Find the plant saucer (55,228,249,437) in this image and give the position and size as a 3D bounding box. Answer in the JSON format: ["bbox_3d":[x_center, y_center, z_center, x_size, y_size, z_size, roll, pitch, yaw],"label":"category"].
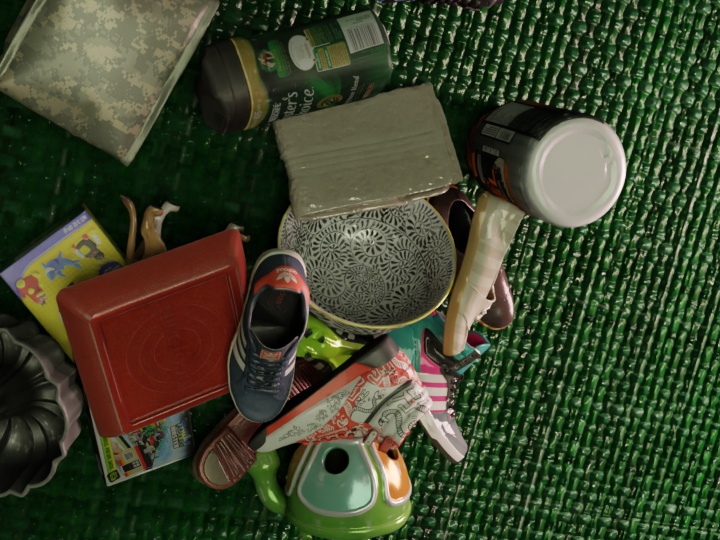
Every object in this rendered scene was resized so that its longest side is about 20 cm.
[{"bbox_3d":[-0.197,0.076,1.223,0.199,0.037,0.200,-21,127,-18],"label":"plant saucer"}]

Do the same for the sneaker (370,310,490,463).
[{"bbox_3d":[0.109,0.127,1.400,0.120,0.084,0.200,-30,109,3],"label":"sneaker"}]

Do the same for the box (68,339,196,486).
[{"bbox_3d":[-0.248,0.136,1.277,0.110,0.035,0.201,-18,126,-21],"label":"box"}]

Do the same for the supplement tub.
[{"bbox_3d":[0.198,-0.124,1.296,0.122,0.200,0.123,-4,104,-15],"label":"supplement tub"}]

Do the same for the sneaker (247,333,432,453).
[{"bbox_3d":[-0.018,0.169,1.277,0.201,0.067,0.108,-36,96,6],"label":"sneaker"}]

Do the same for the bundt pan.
[{"bbox_3d":[-0.378,0.132,1.224,0.201,0.076,0.203,5,109,15],"label":"bundt pan"}]

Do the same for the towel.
[{"bbox_3d":[0.007,-0.133,1.298,0.199,0.034,0.133,-11,74,-13],"label":"towel"}]

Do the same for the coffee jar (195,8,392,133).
[{"bbox_3d":[-0.074,-0.209,1.227,0.199,0.104,0.086,-16,82,-16],"label":"coffee jar"}]

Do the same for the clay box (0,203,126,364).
[{"bbox_3d":[-0.286,0.041,1.275,0.115,0.048,0.200,-37,110,-5],"label":"clay box"}]

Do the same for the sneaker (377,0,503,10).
[{"bbox_3d":[0.109,-0.320,1.290,0.199,0.070,0.078,-22,102,-11],"label":"sneaker"}]

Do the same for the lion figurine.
[{"bbox_3d":[-0.191,-0.002,1.269,0.199,0.072,0.123,20,102,-29],"label":"lion figurine"}]

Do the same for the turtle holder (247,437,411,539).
[{"bbox_3d":[-0.029,0.242,1.368,0.141,0.185,0.132,-19,113,-46],"label":"turtle holder"}]

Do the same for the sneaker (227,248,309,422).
[{"bbox_3d":[-0.096,0.082,1.198,0.075,0.085,0.201,3,115,-10],"label":"sneaker"}]

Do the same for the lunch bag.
[{"bbox_3d":[-0.257,-0.238,1.177,0.164,0.118,0.200,30,98,-22],"label":"lunch bag"}]

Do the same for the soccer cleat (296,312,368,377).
[{"bbox_3d":[-0.042,0.081,1.337,0.068,0.081,0.200,-45,141,7],"label":"soccer cleat"}]

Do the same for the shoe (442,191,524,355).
[{"bbox_3d":[0.132,0.012,1.286,0.053,0.070,0.201,15,117,4],"label":"shoe"}]

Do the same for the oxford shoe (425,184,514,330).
[{"bbox_3d":[0.133,-0.008,1.374,0.071,0.073,0.200,-34,111,-7],"label":"oxford shoe"}]

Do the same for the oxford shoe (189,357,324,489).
[{"bbox_3d":[-0.123,0.170,1.349,0.200,0.075,0.071,-39,104,-25],"label":"oxford shoe"}]

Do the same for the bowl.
[{"bbox_3d":[0.000,0.000,1.308,0.200,0.201,0.094,-4,149,-15],"label":"bowl"}]
